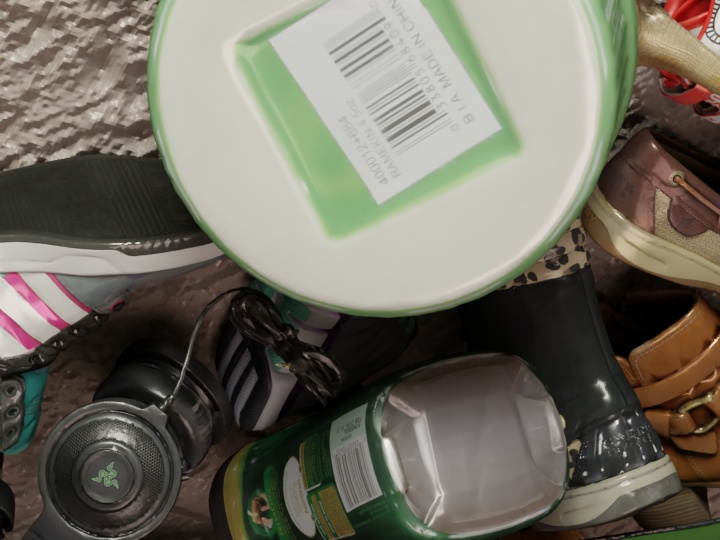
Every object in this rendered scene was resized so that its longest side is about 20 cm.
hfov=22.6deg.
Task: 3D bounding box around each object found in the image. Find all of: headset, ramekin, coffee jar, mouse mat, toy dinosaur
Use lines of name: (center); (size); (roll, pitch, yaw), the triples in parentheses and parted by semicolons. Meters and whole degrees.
headset: (-0.094, 0.087, 0.857); (0.094, 0.124, 0.200); (38, 117, -2)
ramekin: (0.011, -0.080, 0.712); (0.199, 0.098, 0.201); (2, 109, 6)
coffee jar: (0.006, 0.104, 0.874); (0.104, 0.086, 0.200); (-11, 169, -31)
mouse mat: (0.123, 0.149, 0.954); (0.199, 0.008, 0.161); (-9, 166, -4)
toy dinosaur: (0.108, -0.117, 0.781); (0.199, 0.058, 0.102); (19, 126, 7)

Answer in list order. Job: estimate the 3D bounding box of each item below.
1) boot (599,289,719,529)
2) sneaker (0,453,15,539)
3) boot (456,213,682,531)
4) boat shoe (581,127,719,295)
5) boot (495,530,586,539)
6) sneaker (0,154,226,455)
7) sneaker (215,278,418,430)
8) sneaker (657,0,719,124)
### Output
boot: (0.206, 0.056, 0.970); (0.199, 0.077, 0.156); (-17, 130, 20)
sneaker: (-0.256, 0.146, 0.876); (0.200, 0.112, 0.073); (-36, 132, 14)
boot: (0.068, 0.053, 0.920); (0.073, 0.155, 0.203); (-18, -178, -34)
boat shoe: (0.202, -0.026, 0.910); (0.199, 0.072, 0.072); (17, 120, -28)
boot: (0.088, 0.224, 1.105); (0.155, 0.077, 0.200); (-29, 129, 1)
sneaker: (-0.147, 0.023, 0.819); (0.199, 0.084, 0.121); (-7, 128, -2)
sneaker: (0.000, 0.000, 0.871); (0.087, 0.075, 0.200); (-2, 143, -31)
sneaker: (0.189, -0.068, 0.837); (0.107, 0.067, 0.203); (-5, 108, -12)
